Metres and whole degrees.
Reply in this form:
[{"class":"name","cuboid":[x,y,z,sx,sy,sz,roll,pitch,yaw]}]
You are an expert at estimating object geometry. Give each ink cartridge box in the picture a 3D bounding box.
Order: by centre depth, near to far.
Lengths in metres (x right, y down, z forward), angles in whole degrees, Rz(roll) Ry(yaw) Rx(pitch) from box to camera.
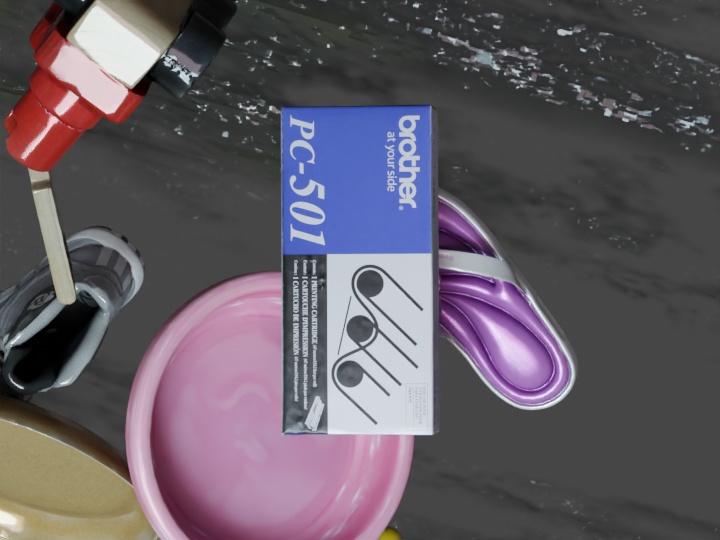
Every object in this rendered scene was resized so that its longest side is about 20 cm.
[{"class":"ink cartridge box","cuboid":[0.000,0.000,1.473,0.094,0.044,0.200,-1,89,7]}]

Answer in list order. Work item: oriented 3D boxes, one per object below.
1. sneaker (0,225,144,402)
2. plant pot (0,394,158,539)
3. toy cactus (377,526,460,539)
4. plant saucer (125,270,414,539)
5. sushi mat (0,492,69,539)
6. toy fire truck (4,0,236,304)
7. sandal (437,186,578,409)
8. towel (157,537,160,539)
[{"class":"sneaker","cuboid":[-0.224,0.059,1.521,0.075,0.116,0.200,42,110,-13]},{"class":"plant pot","cuboid":[-0.219,0.125,1.535,0.200,0.028,0.200,13,152,7]},{"class":"toy cactus","cuboid":[0.041,0.249,1.607,0.200,0.102,0.165,21,124,-14]},{"class":"plant saucer","cuboid":[-0.061,0.101,1.515,0.200,0.051,0.201,1,88,-30]},{"class":"sushi mat","cuboid":[-0.270,0.166,1.629,0.200,0.012,0.096,18,113,-4]},{"class":"toy fire truck","cuboid":[-0.155,-0.102,1.411,0.129,0.176,0.200,38,112,-13]},{"class":"sandal","cuboid":[0.061,0.013,1.513,0.203,0.050,0.082,40,110,-11]},{"class":"towel","cuboid":[-0.130,0.304,1.591,0.032,0.191,0.200,-8,117,39]}]
